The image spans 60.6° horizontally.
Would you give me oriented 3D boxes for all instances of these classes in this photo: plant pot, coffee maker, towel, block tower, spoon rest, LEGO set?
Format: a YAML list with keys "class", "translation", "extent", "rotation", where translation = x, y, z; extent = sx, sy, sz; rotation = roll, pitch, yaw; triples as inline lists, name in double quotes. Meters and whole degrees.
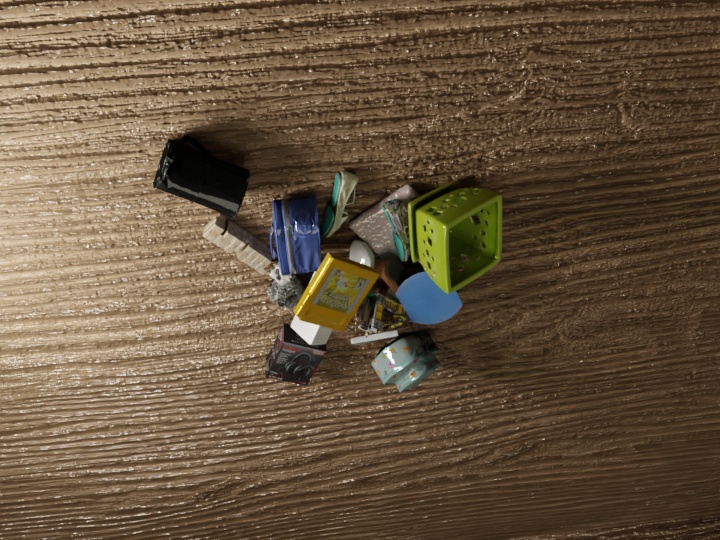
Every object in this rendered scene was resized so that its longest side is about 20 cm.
- class: "plant pot"
  translation: [0.226, -0.099, 1.540]
  extent: [0.196, 0.181, 0.204]
  rotation: [-27, 130, -25]
- class: "coffee maker"
  translation: [-0.362, -0.201, 1.408]
  extent: [0.196, 0.193, 0.137]
  rotation: [18, 113, -25]
- class: "towel"
  translation: [0.098, -0.117, 1.653]
  extent: [0.197, 0.033, 0.191]
  rotation: [-31, 129, 19]
- class: "block tower"
  translation: [-0.318, -0.071, 1.627]
  extent: [0.057, 0.055, 0.199]
  rotation: [-35, 128, 25]
- class: "spoon rest"
  translation: [0.000, 0.000, 1.710]
  extent: [0.060, 0.100, 0.203]
  rotation: [-27, 146, -23]
- class: "LEGO set"
  translation: [0.032, 0.147, 1.775]
  extent: [0.196, 0.119, 0.153]
  rotation: [-3, 156, 38]

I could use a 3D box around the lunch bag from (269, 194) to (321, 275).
- class: "lunch bag"
  translation: [-0.168, -0.084, 1.576]
  extent: [0.128, 0.138, 0.204]
  rotation: [-5, 134, -5]

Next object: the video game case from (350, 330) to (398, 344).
- class: "video game case"
  translation: [0.046, 0.205, 1.872]
  extent: [0.139, 0.019, 0.200]
  rotation: [-11, 172, 2]

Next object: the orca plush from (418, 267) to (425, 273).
- class: "orca plush"
  translation: [0.218, 0.041, 1.756]
  extent: [0.102, 0.071, 0.206]
  rotation: [-4, 117, -21]

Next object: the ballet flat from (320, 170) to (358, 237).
- class: "ballet flat"
  translation: [-0.050, -0.161, 1.572]
  extent: [0.061, 0.068, 0.203]
  rotation: [2, 134, -22]

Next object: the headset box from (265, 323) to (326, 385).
- class: "headset box"
  translation: [-0.201, 0.261, 1.934]
  extent: [0.145, 0.079, 0.202]
  rotation: [15, 131, -20]

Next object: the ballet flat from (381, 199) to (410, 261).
- class: "ballet flat"
  translation: [0.112, -0.105, 1.600]
  extent: [0.070, 0.073, 0.203]
  rotation: [-15, 135, 8]

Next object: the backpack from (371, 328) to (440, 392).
- class: "backpack"
  translation: [0.138, 0.282, 1.899]
  extent: [0.175, 0.156, 0.197]
  rotation: [-41, 153, 30]

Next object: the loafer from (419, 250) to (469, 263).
- class: "loafer"
  translation: [0.232, -0.049, 1.683]
  extent: [0.194, 0.071, 0.076]
  rotation: [-8, 152, -16]

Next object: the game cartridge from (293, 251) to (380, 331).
- class: "game cartridge"
  translation: [-0.062, 0.062, 1.619]
  extent: [0.173, 0.033, 0.203]
  rotation: [17, 113, -38]

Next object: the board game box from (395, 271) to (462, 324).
- class: "board game box"
  translation: [0.189, 0.066, 1.717]
  extent: [0.154, 0.040, 0.202]
  rotation: [-21, 128, 16]

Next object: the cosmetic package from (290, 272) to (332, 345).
- class: "cosmetic package"
  translation: [-0.108, 0.095, 1.719]
  extent: [0.073, 0.101, 0.204]
  rotation: [3, 115, -52]

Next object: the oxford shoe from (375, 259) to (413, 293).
- class: "oxford shoe"
  translation: [0.109, 0.032, 1.739]
  extent: [0.070, 0.072, 0.201]
  rotation: [11, 149, 46]

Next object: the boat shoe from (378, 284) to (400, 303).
- class: "boat shoe"
  translation: [0.147, 0.085, 1.826]
  extent: [0.195, 0.073, 0.062]
  rotation: [15, 171, -26]

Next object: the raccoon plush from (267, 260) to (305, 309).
- class: "raccoon plush"
  translation: [-0.179, 0.023, 1.738]
  extent: [0.197, 0.097, 0.136]
  rotation: [-3, 127, -48]
